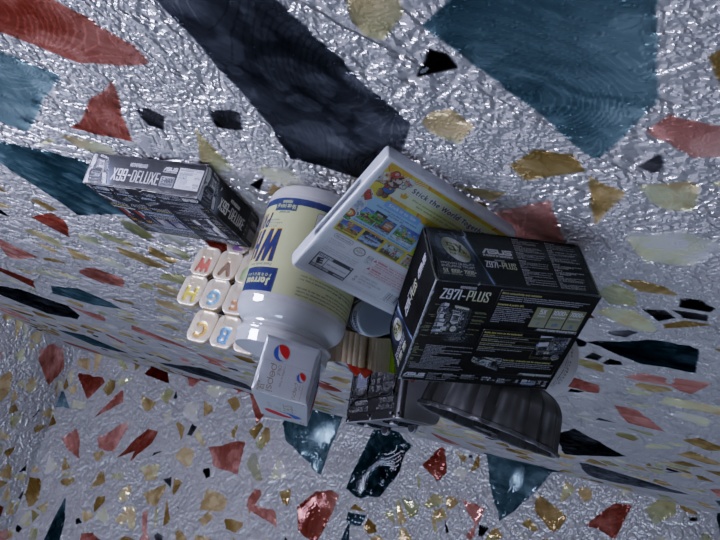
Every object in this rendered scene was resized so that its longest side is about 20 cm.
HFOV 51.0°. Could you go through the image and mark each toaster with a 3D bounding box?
[{"bbox_3d":[0.067,0.220,1.511,0.117,0.205,0.179,24,154,-33],"label":"toaster"}]

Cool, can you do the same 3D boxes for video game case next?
[{"bbox_3d":[0.050,-0.030,0.867,0.197,0.023,0.182,27,125,-29],"label":"video game case"}]

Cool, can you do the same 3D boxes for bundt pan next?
[{"bbox_3d":[0.177,0.176,0.999,0.197,0.077,0.202,22,169,4],"label":"bundt pan"}]

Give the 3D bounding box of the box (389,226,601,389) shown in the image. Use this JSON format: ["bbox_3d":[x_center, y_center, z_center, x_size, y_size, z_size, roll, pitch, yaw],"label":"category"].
[{"bbox_3d":[0.148,0.049,0.879,0.194,0.087,0.166,5,132,-12],"label":"box"}]

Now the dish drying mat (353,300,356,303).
[{"bbox_3d":[-0.068,0.041,1.163,0.197,0.018,0.078,15,145,46],"label":"dish drying mat"}]

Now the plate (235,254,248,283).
[{"bbox_3d":[-0.148,0.012,1.314,0.197,0.033,0.198,25,160,-28],"label":"plate"}]

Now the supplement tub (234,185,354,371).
[{"bbox_3d":[-0.074,0.012,0.964,0.141,0.205,0.145,14,163,5],"label":"supplement tub"}]

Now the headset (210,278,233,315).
[{"bbox_3d":[-0.199,0.046,1.202,0.120,0.096,0.200,7,-165,-18],"label":"headset"}]

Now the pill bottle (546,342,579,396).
[{"bbox_3d":[0.212,0.097,1.066,0.198,0.117,0.113,30,158,-37],"label":"pill bottle"}]

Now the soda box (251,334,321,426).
[{"bbox_3d":[-0.086,0.137,0.907,0.066,0.065,0.201,15,162,1],"label":"soda box"}]

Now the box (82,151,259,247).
[{"bbox_3d":[-0.261,-0.097,1.061,0.195,0.051,0.158,9,161,24],"label":"box"}]

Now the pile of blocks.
[{"bbox_3d":[0.027,0.120,1.058,0.196,0.064,0.081,9,-174,35],"label":"pile of blocks"}]

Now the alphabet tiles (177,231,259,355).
[{"bbox_3d":[-0.166,0.022,1.086,0.195,0.199,0.015,10,152,22],"label":"alphabet tiles"}]

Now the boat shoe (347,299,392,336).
[{"bbox_3d":[0.069,0.055,1.074,0.195,0.076,0.068,-15,-173,-25],"label":"boat shoe"}]

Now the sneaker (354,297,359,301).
[{"bbox_3d":[0.024,0.028,1.155,0.196,0.077,0.085,26,131,7],"label":"sneaker"}]
